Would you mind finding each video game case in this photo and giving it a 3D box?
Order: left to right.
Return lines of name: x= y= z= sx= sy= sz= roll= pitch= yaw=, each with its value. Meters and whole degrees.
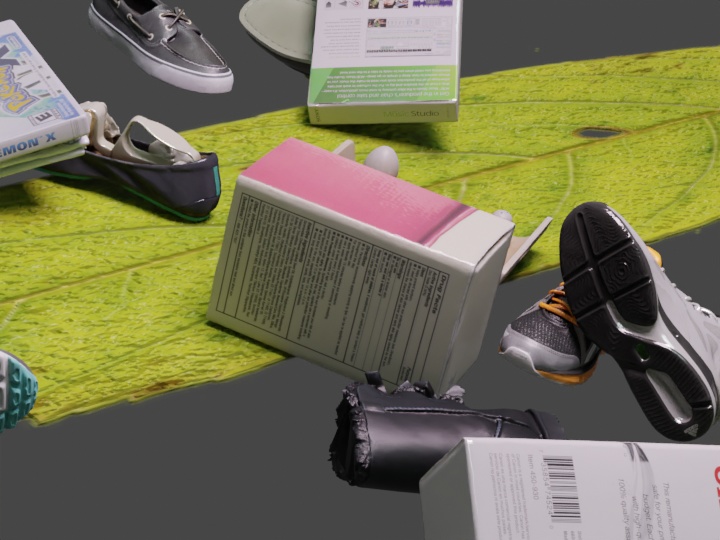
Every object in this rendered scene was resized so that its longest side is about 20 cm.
video game case: x=-0.338 y=-0.135 z=1.792 sx=0.181 sy=0.022 sz=0.200 roll=-19 pitch=37 yaw=-18

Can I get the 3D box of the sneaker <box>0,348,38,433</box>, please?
sneaker: x=-0.316 y=0.060 z=1.470 sx=0.199 sy=0.078 sz=0.091 roll=9 pitch=23 yaw=-15

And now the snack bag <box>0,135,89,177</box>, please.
snack bag: x=-0.338 y=-0.123 z=1.813 sx=0.187 sy=0.022 sz=0.200 roll=-16 pitch=35 yaw=-15

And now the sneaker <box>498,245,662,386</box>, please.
sneaker: x=0.179 y=0.033 z=1.763 sx=0.078 sy=0.078 sz=0.200 roll=30 pitch=31 yaw=25

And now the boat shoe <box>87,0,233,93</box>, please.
boat shoe: x=-0.195 y=-0.231 z=2.116 sx=0.068 sy=0.057 sz=0.200 roll=-14 pitch=37 yaw=-44

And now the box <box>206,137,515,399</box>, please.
box: x=0.000 y=0.000 z=1.678 sx=0.199 sy=0.129 sz=0.109 roll=22 pitch=26 yaw=14

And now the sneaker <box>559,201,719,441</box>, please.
sneaker: x=0.232 y=0.033 z=1.730 sx=0.115 sy=0.075 sz=0.201 roll=-21 pitch=82 yaw=-60

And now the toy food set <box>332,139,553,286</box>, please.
toy food set: x=0.054 y=-0.051 z=1.881 sx=0.199 sy=0.061 sz=0.144 roll=20 pitch=27 yaw=13

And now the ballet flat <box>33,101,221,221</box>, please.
ballet flat: x=-0.207 y=-0.104 z=1.849 sx=0.199 sy=0.073 sz=0.073 roll=19 pitch=27 yaw=10

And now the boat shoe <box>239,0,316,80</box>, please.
boat shoe: x=-0.031 y=-0.213 z=2.164 sx=0.200 sy=0.061 sz=0.072 roll=24 pitch=63 yaw=24

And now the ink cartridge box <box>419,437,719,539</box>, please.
ink cartridge box: x=0.148 y=0.187 z=1.366 sx=0.199 sy=0.083 sz=0.148 roll=4 pitch=64 yaw=-21

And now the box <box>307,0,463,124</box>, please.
box: x=0.026 y=-0.228 z=2.107 sx=0.143 sy=0.036 sz=0.201 roll=0 pitch=54 yaw=7

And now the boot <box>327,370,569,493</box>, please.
boot: x=0.069 y=0.138 z=1.506 sx=0.161 sy=0.074 sz=0.198 roll=9 pitch=20 yaw=-14
